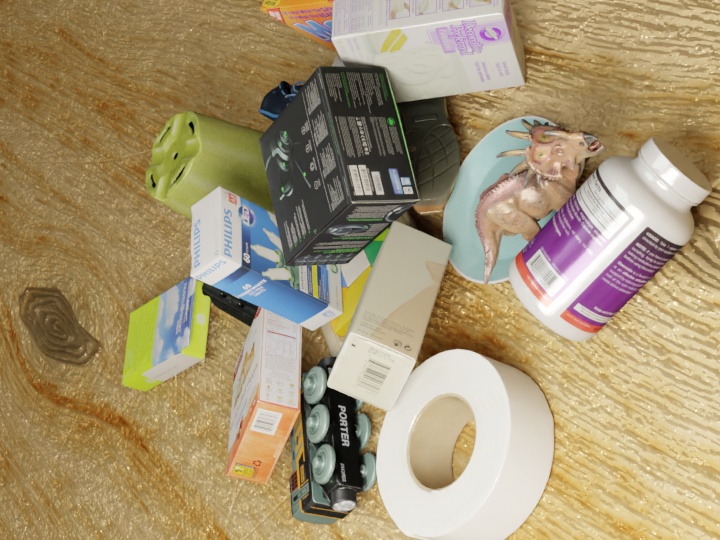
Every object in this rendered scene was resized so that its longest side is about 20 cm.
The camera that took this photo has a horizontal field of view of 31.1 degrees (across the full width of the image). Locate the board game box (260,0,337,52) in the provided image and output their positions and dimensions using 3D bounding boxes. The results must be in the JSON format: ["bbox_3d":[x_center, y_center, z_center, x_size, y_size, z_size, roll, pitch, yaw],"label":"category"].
[{"bbox_3d":[0.032,-0.386,1.647,0.200,0.200,0.201,10,80,54],"label":"board game box"}]

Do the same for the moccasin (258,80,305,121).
[{"bbox_3d":[-0.087,-0.234,1.823,0.200,0.080,0.068,29,91,53],"label":"moccasin"}]

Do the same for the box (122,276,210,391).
[{"bbox_3d":[-0.283,0.093,1.920,0.200,0.048,0.122,-28,51,46],"label":"box"}]

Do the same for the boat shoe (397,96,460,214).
[{"bbox_3d":[0.083,-0.145,1.570,0.075,0.074,0.201,-4,52,5],"label":"boat shoe"}]

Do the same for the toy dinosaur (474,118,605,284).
[{"bbox_3d":[0.169,-0.081,1.327,0.200,0.135,0.086,-43,50,20],"label":"toy dinosaur"}]

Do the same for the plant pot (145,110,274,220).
[{"bbox_3d":[-0.191,-0.132,1.813,0.200,0.184,0.201,-29,50,41],"label":"plant pot"}]

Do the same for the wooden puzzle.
[{"bbox_3d":[0.000,0.000,1.625,0.200,0.037,0.185,-49,40,24],"label":"wooden puzzle"}]

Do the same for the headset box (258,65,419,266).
[{"bbox_3d":[-0.033,-0.116,1.526,0.200,0.092,0.175,-41,57,54],"label":"headset box"}]

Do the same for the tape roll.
[{"bbox_3d":[0.107,0.188,1.361,0.202,0.071,0.203,-27,52,41],"label":"tape roll"}]

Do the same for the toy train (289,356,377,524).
[{"bbox_3d":[-0.042,0.204,1.540,0.114,0.085,0.201,-46,40,41],"label":"toy train"}]

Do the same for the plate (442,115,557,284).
[{"bbox_3d":[0.170,-0.077,1.458,0.200,0.026,0.201,-26,53,42],"label":"plate"}]

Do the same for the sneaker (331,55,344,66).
[{"bbox_3d":[-0.008,-0.204,1.670,0.089,0.075,0.200,-61,22,18],"label":"sneaker"}]

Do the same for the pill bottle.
[{"bbox_3d":[0.245,-0.033,1.265,0.200,0.112,0.113,-49,40,23],"label":"pill bottle"}]

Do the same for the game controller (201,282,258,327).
[{"bbox_3d":[-0.170,0.021,1.795,0.200,0.042,0.105,23,122,54],"label":"game controller"}]

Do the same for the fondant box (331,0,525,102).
[{"bbox_3d":[0.081,-0.263,1.500,0.199,0.144,0.058,-7,63,15],"label":"fondant box"}]

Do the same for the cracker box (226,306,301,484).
[{"bbox_3d":[-0.119,0.146,1.613,0.200,0.057,0.134,-92,21,-53],"label":"cracker box"}]

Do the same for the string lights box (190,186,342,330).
[{"bbox_3d":[-0.113,-0.012,1.575,0.059,0.200,0.103,-30,50,34],"label":"string lights box"}]

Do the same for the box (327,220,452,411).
[{"bbox_3d":[0.035,0.047,1.435,0.200,0.078,0.095,-68,1,-47],"label":"box"}]
